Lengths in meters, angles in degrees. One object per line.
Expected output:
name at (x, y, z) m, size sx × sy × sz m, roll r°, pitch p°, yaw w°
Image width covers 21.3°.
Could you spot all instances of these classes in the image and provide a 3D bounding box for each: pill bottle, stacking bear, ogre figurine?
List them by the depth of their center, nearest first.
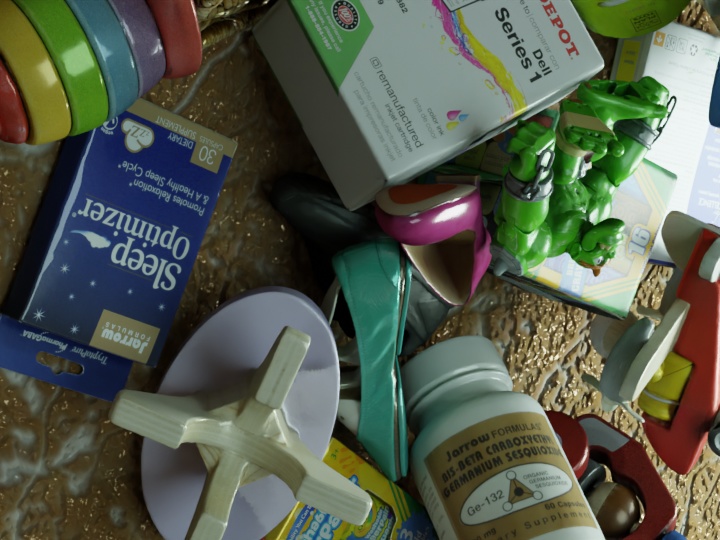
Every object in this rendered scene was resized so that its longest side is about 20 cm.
stacking bear at (-0.208, -0.129, 1.183) m, size 0.199 × 0.121 × 0.115 m, roll -30°, pitch 113°, yaw -20°
ogre figurine at (0.148, -0.065, 1.333) m, size 0.200 × 0.097 × 0.121 m, roll -58°, pitch 169°, yaw -59°
pill bottle at (0.100, 0.155, 1.451) m, size 0.113 × 0.201 × 0.115 m, roll -18°, pitch 149°, yaw -11°

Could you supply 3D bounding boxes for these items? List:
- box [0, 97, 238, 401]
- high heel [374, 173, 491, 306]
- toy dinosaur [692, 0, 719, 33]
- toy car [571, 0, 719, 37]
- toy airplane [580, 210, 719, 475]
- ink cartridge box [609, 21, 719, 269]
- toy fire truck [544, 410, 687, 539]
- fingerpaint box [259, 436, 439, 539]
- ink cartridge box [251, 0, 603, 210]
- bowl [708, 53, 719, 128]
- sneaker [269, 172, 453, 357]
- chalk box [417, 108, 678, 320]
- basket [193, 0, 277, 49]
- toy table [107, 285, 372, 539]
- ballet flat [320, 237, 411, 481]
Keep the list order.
box at (-0.167, -0.015, 1.295) m, size 0.121 × 0.032 × 0.202 m, roll 22°, pitch 88°, yaw -42°
high heel at (0.054, -0.012, 1.292) m, size 0.200 × 0.067 × 0.097 m, roll -20°, pitch 110°, yaw -70°
toy dinosaur at (0.294, -0.256, 1.608) m, size 0.101 × 0.058 × 0.201 m, roll -36°, pitch 106°, yaw -20°
toy car at (0.190, -0.266, 1.462) m, size 0.200 × 0.174 × 0.151 m, roll 49°, pitch 27°, yaw -53°
toy airplane at (0.252, 0.045, 1.555) m, size 0.200 × 0.140 × 0.201 m, roll 48°, pitch 53°, yaw -57°
ink cartridge box at (0.279, -0.104, 1.645) m, size 0.196 × 0.047 × 0.202 m, roll 9°, pitch 97°, yaw -43°
toy fire truck at (0.171, 0.220, 1.537) m, size 0.200 × 0.167 × 0.113 m, roll -46°, pitch 153°, yaw -20°
fingerpaint box at (-0.041, 0.238, 1.442) m, size 0.167 × 0.073 × 0.201 m, roll 41°, pitch 75°, yaw -40°
ink cartridge box at (0.049, -0.154, 1.332) m, size 0.199 × 0.084 × 0.146 m, roll -28°, pitch 88°, yaw -26°
bowl at (0.319, -0.198, 1.499) m, size 0.201 × 0.039 × 0.202 m, roll 19°, pitch 90°, yaw -75°
sneaker at (0.000, 0.000, 1.417) m, size 0.200 × 0.076 × 0.091 m, roll 36°, pitch 88°, yaw -37°
chalk box at (0.124, -0.058, 1.469) m, size 0.199 × 0.124 × 0.125 m, roll 24°, pitch 87°, yaw -43°
basket at (-0.043, -0.226, 1.267) m, size 0.199 × 0.142 × 0.150 m, roll -28°, pitch 119°, yaw -33°
toy table at (-0.081, 0.117, 1.306) m, size 0.182 × 0.117 × 0.202 m, roll 12°, pitch 101°, yaw -5°
ballet flat at (0.001, 0.065, 1.391) m, size 0.070 × 0.068 × 0.202 m, roll -1°, pitch 121°, yaw -1°
